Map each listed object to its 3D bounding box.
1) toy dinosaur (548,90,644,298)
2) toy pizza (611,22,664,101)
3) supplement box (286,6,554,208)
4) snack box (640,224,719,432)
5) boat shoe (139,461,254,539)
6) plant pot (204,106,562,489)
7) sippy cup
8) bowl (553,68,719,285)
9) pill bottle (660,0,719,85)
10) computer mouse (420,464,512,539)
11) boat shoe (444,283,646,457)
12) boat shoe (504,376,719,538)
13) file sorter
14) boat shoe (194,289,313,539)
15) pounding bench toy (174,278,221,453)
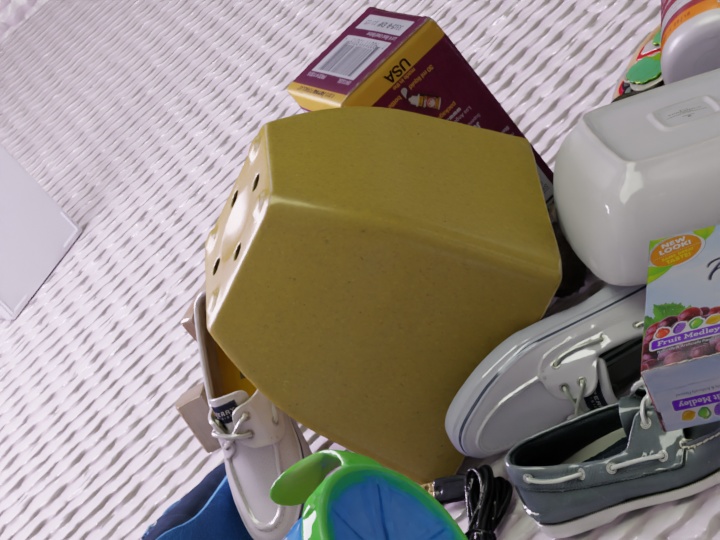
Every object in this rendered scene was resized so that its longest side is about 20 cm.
[{"bbox_3d":[0.167,-0.046,1.802,0.200,0.077,0.102,-43,34,-18],"label":"toy dinosaur"},{"bbox_3d":[0.275,-0.184,1.910,0.200,0.032,0.201,-34,23,17],"label":"toy pizza"},{"bbox_3d":[0.056,-0.095,1.877,0.103,0.200,0.131,-44,22,-10],"label":"supplement box"},{"bbox_3d":[0.271,0.016,1.448,0.198,0.053,0.143,-14,30,18],"label":"snack box"},{"bbox_3d":[-0.127,0.215,1.784,0.068,0.085,0.200,-25,10,42],"label":"boat shoe"},{"bbox_3d":[0.000,0.000,1.684,0.195,0.199,0.196,-97,30,-58],"label":"plant pot"},{"bbox_3d":[-0.011,0.211,1.503,0.130,0.139,0.178,-44,14,32],"label":"sippy cup"},{"bbox_3d":[0.230,-0.075,1.638,0.198,0.075,0.200,-17,21,-3],"label":"bowl"},{"bbox_3d":[0.278,-0.218,1.800,0.112,0.113,0.201,-26,43,33],"label":"pill bottle"},{"bbox_3d":[0.012,0.190,1.618,0.199,0.046,0.141,-25,29,35],"label":"computer mouse"},{"bbox_3d":[0.147,0.065,1.594,0.200,0.074,0.067,-38,44,3],"label":"boat shoe"},{"bbox_3d":[0.177,0.102,1.493,0.199,0.062,0.073,-28,24,29],"label":"boat shoe"},{"bbox_3d":[-0.432,-0.054,2.611,0.124,0.200,0.139,-18,30,51],"label":"file sorter"},{"bbox_3d":[-0.084,0.106,1.762,0.070,0.070,0.202,-18,73,30],"label":"boat shoe"},{"bbox_3d":[-0.041,0.048,1.868,0.155,0.124,0.201,-19,31,42],"label":"pounding bench toy"}]
